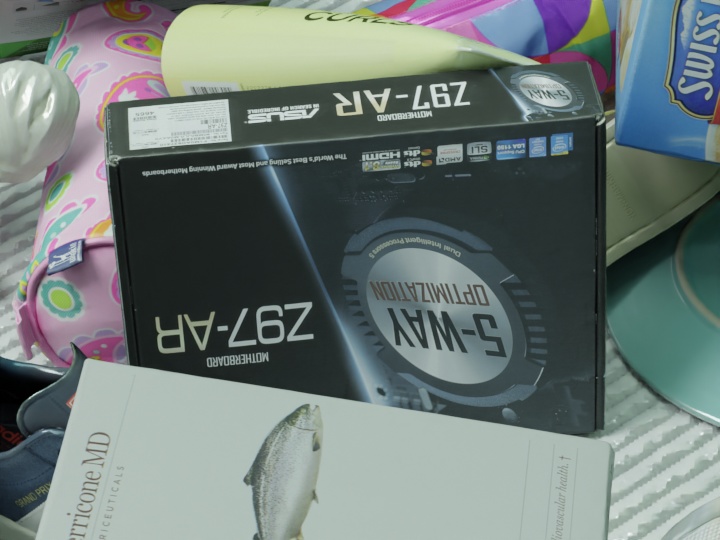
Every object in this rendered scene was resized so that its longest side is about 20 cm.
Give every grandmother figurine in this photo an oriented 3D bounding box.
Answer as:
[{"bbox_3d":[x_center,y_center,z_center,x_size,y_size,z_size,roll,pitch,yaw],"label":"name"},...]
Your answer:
[{"bbox_3d":[-0.203,-0.065,1.319,0.199,0.061,0.121,-3,11,42],"label":"grandmother figurine"}]

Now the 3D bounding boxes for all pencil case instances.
[{"bbox_3d":[0.048,-0.101,1.398,0.199,0.089,0.088,-22,42,-24],"label":"pencil case"},{"bbox_3d":[-0.110,-0.037,1.327,0.087,0.088,0.201,-2,40,1],"label":"pencil case"}]

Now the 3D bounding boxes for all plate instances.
[{"bbox_3d":[0.206,0.005,1.298,0.199,0.026,0.201,-2,39,2],"label":"plate"}]

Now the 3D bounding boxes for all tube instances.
[{"bbox_3d":[-0.001,-0.089,1.261,0.199,0.052,0.058,6,37,45],"label":"tube"}]

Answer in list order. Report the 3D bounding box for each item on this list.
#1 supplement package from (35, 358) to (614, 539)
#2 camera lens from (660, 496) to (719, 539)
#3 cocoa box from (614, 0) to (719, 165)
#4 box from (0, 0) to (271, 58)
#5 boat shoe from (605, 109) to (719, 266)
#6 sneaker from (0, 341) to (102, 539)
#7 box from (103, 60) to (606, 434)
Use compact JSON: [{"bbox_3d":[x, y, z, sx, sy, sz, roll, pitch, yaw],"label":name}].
[{"bbox_3d":[-0.016,0.125,1.064,0.199,0.118,0.117,9,40,1],"label":"supplement package"},{"bbox_3d":[0.152,0.178,0.971,0.159,0.161,0.200,8,39,14],"label":"camera lens"},{"bbox_3d":[0.184,-0.142,1.282,0.130,0.134,0.200,11,30,-1],"label":"cocoa box"},{"bbox_3d":[-0.108,-0.145,1.401,0.143,0.200,0.037,-10,83,-9],"label":"box"},{"bbox_3d":[0.073,-0.018,1.307,0.199,0.072,0.060,-30,4,-12],"label":"boat shoe"},{"bbox_3d":[-0.092,0.078,1.176,0.199,0.085,0.075,14,41,21],"label":"sneaker"},{"bbox_3d":[0.000,0.000,1.209,0.199,0.161,0.044,-4,36,-3],"label":"box"}]
